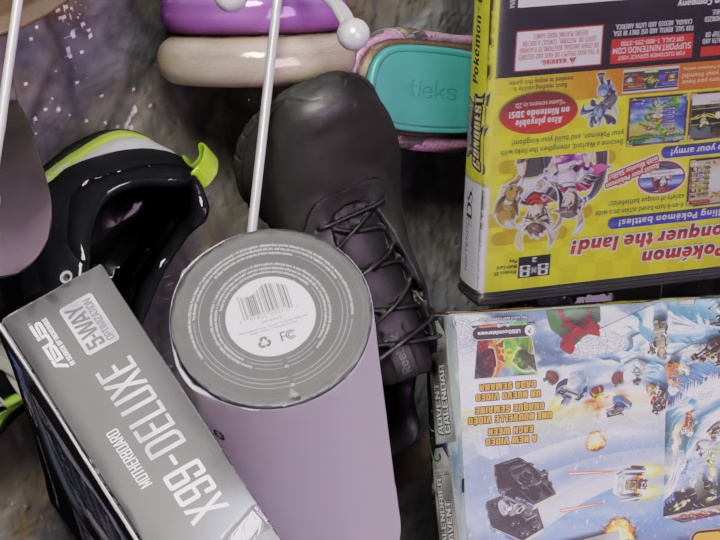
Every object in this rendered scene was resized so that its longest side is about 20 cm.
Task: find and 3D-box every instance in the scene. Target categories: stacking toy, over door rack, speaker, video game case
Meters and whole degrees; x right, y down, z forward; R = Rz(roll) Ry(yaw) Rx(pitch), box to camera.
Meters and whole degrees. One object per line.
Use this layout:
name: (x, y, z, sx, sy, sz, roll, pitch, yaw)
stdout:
stacking toy: (-0.046, -0.179, 1.247, 0.085, 0.085, 0.200, -7, 99, -33)
over door rack: (-0.074, -0.083, 1.147, 0.148, 0.067, 0.200, 14, 91, -43)
speaker: (-0.028, 0.066, 1.202, 0.081, 0.081, 0.200, -44, 156, -19)
video game case: (0.141, -0.082, 1.312, 0.200, 0.026, 0.181, -6, 112, -22)

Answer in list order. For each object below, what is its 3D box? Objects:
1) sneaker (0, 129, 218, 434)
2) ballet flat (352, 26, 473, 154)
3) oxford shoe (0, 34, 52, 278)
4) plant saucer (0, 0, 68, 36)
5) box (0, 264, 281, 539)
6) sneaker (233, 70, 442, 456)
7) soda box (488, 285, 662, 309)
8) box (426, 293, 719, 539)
sneaker: (-0.137, 0.015, 1.221, 0.200, 0.083, 0.072, -51, 124, -15)
ballet flat: (0.070, -0.078, 1.347, 0.200, 0.071, 0.069, 4, 95, -26)
oxford shoe: (-0.173, -0.093, 1.188, 0.071, 0.071, 0.200, -5, 88, -22)
plant saucer: (-0.178, -0.182, 1.145, 0.200, 0.029, 0.200, 5, 78, -25)
box: (-0.076, 0.108, 1.181, 0.050, 0.158, 0.200, -30, 160, -12)
sneaker: (0.000, 0.000, 1.271, 0.076, 0.091, 0.200, -25, 138, -15)
soda box: (0.091, 0.071, 1.371, 0.063, 0.071, 0.200, 10, 84, -16)
box: (0.129, 0.081, 1.324, 0.200, 0.040, 0.137, -3, 91, -21)
